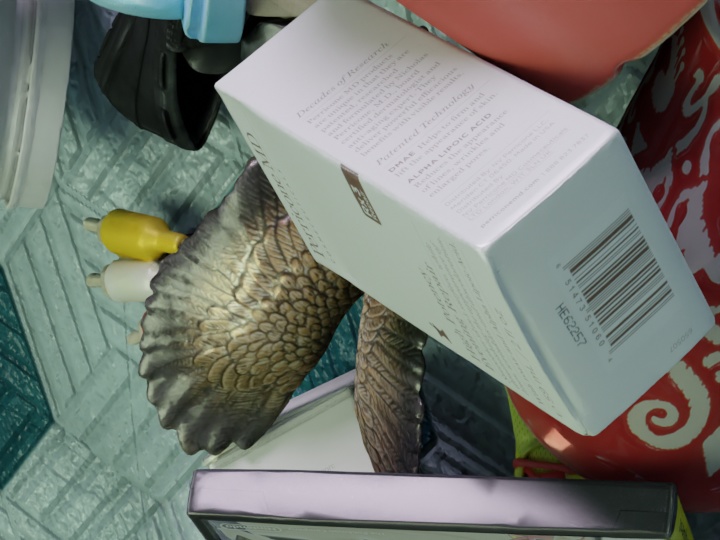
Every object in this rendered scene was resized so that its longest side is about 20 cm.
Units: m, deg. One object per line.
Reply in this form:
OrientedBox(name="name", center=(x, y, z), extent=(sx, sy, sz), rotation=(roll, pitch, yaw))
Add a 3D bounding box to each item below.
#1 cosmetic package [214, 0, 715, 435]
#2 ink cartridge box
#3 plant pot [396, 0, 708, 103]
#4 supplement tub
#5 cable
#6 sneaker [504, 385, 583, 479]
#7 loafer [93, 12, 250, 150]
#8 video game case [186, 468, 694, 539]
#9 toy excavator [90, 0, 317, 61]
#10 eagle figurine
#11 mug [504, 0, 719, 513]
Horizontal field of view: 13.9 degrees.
OrientedBox(name="cosmetic package", center=(0.035, -0.026, 1.113), extent=(0.200, 0.074, 0.102), rotation=(30, 156, 53))
OrientedBox(name="ink cartridge box", center=(0.011, 0.154, 1.417), extent=(0.201, 0.085, 0.146), rotation=(60, -177, 0))
OrientedBox(name="plant pot", center=(0.059, -0.171, 1.090), extent=(0.177, 0.201, 0.200), rotation=(44, 146, -10))
OrientedBox(name="supplement tub", center=(-0.252, -0.104, 1.496), extent=(0.145, 0.199, 0.146), rotation=(-173, 90, -78))
OrientedBox(name="cable", center=(-0.068, 0.005, 1.495), extent=(0.200, 0.050, 0.098), rotation=(-9, 107, 54))
OrientedBox(name="sneaker", center=(0.097, 0.125, 1.340), extent=(0.078, 0.090, 0.201), rotation=(4, 115, 50))
OrientedBox(name="loafer", center=(-0.072, -0.129, 1.403), extent=(0.070, 0.068, 0.201), rotation=(43, 146, 10))
OrientedBox(name="video game case", center=(0.047, 0.132, 1.239), extent=(0.199, 0.026, 0.181), rotation=(1, 153, 16))
OrientedBox(name="toy excavator", center=(-0.107, -0.164, 1.268), extent=(0.195, 0.199, 0.100), rotation=(-108, 21, -62))
OrientedBox(name="eagle figurine", center=(0.005, 0.005, 1.293), extent=(0.151, 0.200, 0.152), rotation=(39, 167, -8))
OrientedBox(name="mug", center=(0.167, -0.018, 1.161), extent=(0.134, 0.177, 0.200), rotation=(-100, 22, -44))
